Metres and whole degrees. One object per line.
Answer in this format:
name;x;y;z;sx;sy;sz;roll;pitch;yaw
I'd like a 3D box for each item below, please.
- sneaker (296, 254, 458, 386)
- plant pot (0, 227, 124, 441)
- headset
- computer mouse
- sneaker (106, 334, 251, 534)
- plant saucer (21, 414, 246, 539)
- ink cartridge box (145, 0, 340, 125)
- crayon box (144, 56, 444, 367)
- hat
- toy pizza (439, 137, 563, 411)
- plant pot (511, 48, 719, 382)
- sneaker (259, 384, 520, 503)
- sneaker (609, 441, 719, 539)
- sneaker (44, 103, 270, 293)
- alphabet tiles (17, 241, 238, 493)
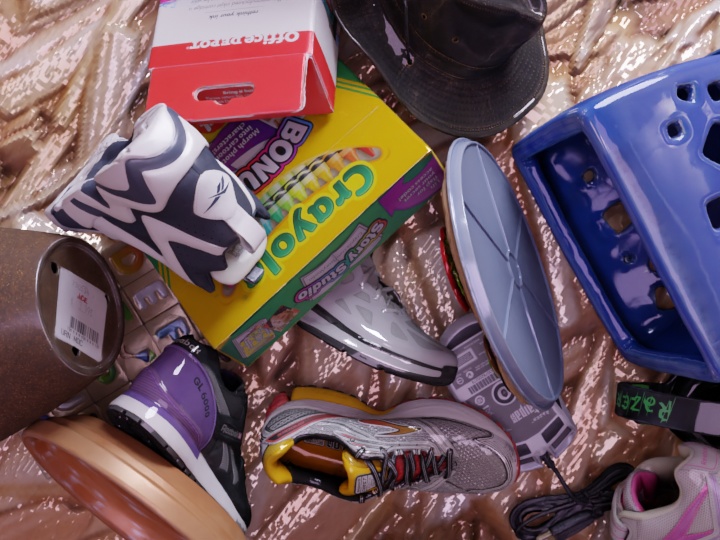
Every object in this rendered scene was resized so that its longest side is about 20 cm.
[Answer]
sneaker;0.000;0.000;0.789;0.200;0.076;0.116;28;91;12
plant pot;-0.269;0.045;0.716;0.199;0.187;0.188;-13;93;20
headset;0.284;0.121;0.791;0.199;0.123;0.095;6;90;-24
computer mouse;0.130;0.116;0.826;0.109;0.044;0.201;-30;98;7
sneaker;-0.105;0.124;0.770;0.075;0.200;0.088;23;61;26
plant saucer;-0.155;0.167;0.760;0.200;0.200;0.038;39;64;-2
ink cartridge box;-0.077;-0.172;0.740;0.115;0.067;0.201;-3;62;13
crayon box;-0.066;-0.061;0.765;0.200;0.058;0.173;-43;59;2
hat;0.080;-0.201;0.746;0.200;0.081;0.202;7;75;-30
toy pizza;0.096;0.004;0.748;0.032;0.200;0.201;-19;93;21
plant pot;0.245;-0.054;0.744;0.179;0.200;0.201;-28;92;-5
sneaker;0.020;0.145;0.790;0.199;0.082;0.078;3;116;8
sneaker;0.221;0.188;0.781;0.088;0.081;0.200;34;126;-2
sneaker;-0.128;-0.032;0.706;0.130;0.199;0.080;43;59;-19
alphabet tiles;-0.191;0.074;0.836;0.199;0.006;0.167;-31;93;1
